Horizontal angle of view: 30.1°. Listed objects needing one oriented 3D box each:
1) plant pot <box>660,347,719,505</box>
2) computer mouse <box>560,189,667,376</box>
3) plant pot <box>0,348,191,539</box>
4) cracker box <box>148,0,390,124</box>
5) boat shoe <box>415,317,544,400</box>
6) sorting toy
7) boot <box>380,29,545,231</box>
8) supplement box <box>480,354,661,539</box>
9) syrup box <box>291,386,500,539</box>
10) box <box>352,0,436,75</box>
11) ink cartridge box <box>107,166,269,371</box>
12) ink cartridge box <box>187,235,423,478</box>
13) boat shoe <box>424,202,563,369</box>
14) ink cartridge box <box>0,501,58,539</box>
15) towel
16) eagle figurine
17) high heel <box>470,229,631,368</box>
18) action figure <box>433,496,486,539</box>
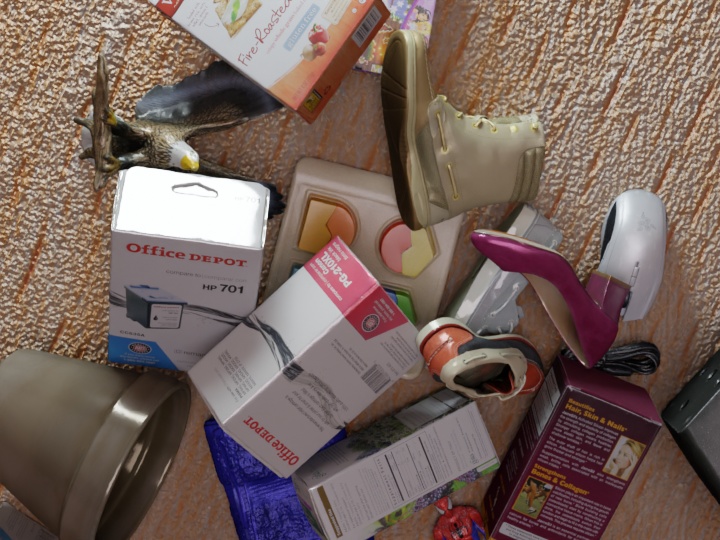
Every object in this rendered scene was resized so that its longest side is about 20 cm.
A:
[{"bbox_3d":[0.425,0.169,1.384,0.177,0.200,0.200,42,95,2],"label":"plant pot"},{"bbox_3d":[0.279,0.016,1.413,0.108,0.044,0.203,8,99,-4],"label":"computer mouse"},{"bbox_3d":[-0.290,0.169,1.341,0.172,0.200,0.202,24,98,9],"label":"plant pot"},{"bbox_3d":[-0.089,-0.254,1.291,0.199,0.058,0.135,37,92,18],"label":"cracker box"},{"bbox_3d":[0.132,0.101,1.357,0.071,0.063,0.199,-49,142,15],"label":"boat shoe"},{"bbox_3d":[0.000,0.000,1.394,0.183,0.036,0.203,13,98,-6],"label":"sorting toy"},{"bbox_3d":[0.105,-0.151,1.340,0.153,0.073,0.203,-13,109,-15],"label":"boot"},{"bbox_3d":[0.217,0.206,1.403,0.109,0.086,0.202,22,108,-8],"label":"supplement box"},{"bbox_3d":[0.034,0.204,1.386,0.198,0.079,0.082,-27,104,-14],"label":"syrup box"},{"bbox_3d":[0.012,-0.301,1.342,0.135,0.039,0.203,8,99,-6],"label":"box"},{"bbox_3d":[-0.170,0.006,1.309,0.144,0.087,0.201,7,139,-5],"label":"ink cartridge box"},{"bbox_3d":[-0.048,0.088,1.310,0.200,0.084,0.145,-41,142,-1],"label":"ink cartridge box"},{"bbox_3d":[0.142,0.030,1.393,0.071,0.070,0.202,33,94,-5],"label":"boat shoe"},{"bbox_3d":[-0.332,0.363,1.386,0.199,0.129,0.126,36,96,-8],"label":"ink cartridge box"},{"bbox_3d":[-0.072,0.235,1.423,0.146,0.050,0.203,-16,100,0],"label":"towel"},{"bbox_3d":[-0.175,-0.125,1.333,0.198,0.152,0.152,-4,146,-32],"label":"eagle figurine"},{"bbox_3d":[0.180,0.027,1.344,0.198,0.067,0.097,22,92,-32],"label":"high heel"},{"bbox_3d":[0.134,0.325,1.456,0.065,0.052,0.201,-30,98,5],"label":"action figure"}]
